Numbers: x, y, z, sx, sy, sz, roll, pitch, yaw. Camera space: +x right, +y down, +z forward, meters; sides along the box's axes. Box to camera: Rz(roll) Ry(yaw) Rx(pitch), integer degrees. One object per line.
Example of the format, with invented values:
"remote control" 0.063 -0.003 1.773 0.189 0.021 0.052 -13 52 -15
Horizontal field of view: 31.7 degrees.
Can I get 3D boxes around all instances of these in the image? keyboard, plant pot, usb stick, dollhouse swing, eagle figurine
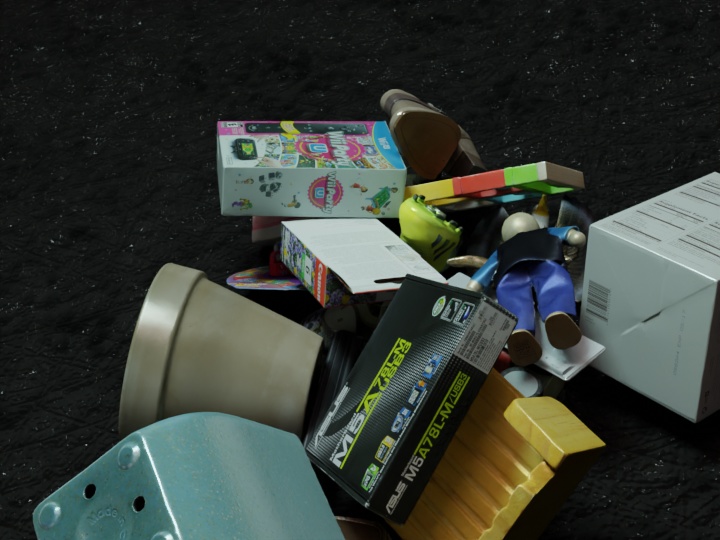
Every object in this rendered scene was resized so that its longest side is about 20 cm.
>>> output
"keyboard" 0.145 0.051 1.235 0.056 0.011 0.200 -29 38 -29
"plant pot" -0.143 0.227 1.006 0.196 0.200 0.196 -37 52 10
"usb stick" -0.031 0.139 1.291 0.032 0.056 0.200 5 38 7
"dollhouse swing" 0.069 0.172 1.059 0.176 0.182 0.200 40 102 22
"eagle figurine" 0.192 -0.013 1.398 0.152 0.151 0.200 40 13 3
"plant pot" -0.131 0.106 1.277 0.172 0.201 0.201 10 40 3

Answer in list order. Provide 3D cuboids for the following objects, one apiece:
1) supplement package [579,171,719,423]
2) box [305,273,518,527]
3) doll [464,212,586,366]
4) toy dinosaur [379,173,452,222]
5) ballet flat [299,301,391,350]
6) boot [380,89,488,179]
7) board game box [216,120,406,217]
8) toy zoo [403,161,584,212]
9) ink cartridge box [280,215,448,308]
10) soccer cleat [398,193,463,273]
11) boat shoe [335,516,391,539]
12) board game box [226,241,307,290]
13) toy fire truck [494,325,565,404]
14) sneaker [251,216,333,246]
"supplement package" 0.336 0.019 1.237 0.199 0.153 0.150 -21 35 -35
"box" 0.039 0.105 1.114 0.201 0.047 0.193 -60 20 -4
"doll" 0.160 0.006 1.232 0.136 0.049 0.201 -25 32 18
"toy dinosaur" 0.043 -0.094 1.579 0.199 0.077 0.102 21 59 29
"ballet flat" 0.019 0.054 1.380 0.199 0.072 0.072 9 41 25
"boot" 0.067 -0.167 1.475 0.070 0.200 0.146 -47 48 9
"board game box" -0.059 -0.116 1.425 0.199 0.065 0.148 0 27 -10
"toy zoo" 0.137 -0.090 1.424 0.199 0.021 0.131 -9 -6 27
"ink cartridge box" 0.000 0.000 1.308 0.108 0.051 0.200 -5 24 -23
"soccer cleat" 0.068 -0.027 1.392 0.065 0.200 0.084 42 89 13
"boat shoe" -0.073 0.249 1.146 0.201 0.075 0.075 -9 37 3
"board game box" -0.055 -0.011 1.449 0.199 0.039 0.158 1 10 19
"toy fire truck" 0.087 0.122 1.251 0.199 0.129 0.176 22 47 23
"sneaker" -0.060 -0.088 1.505 0.075 0.105 0.200 10 -10 -39
